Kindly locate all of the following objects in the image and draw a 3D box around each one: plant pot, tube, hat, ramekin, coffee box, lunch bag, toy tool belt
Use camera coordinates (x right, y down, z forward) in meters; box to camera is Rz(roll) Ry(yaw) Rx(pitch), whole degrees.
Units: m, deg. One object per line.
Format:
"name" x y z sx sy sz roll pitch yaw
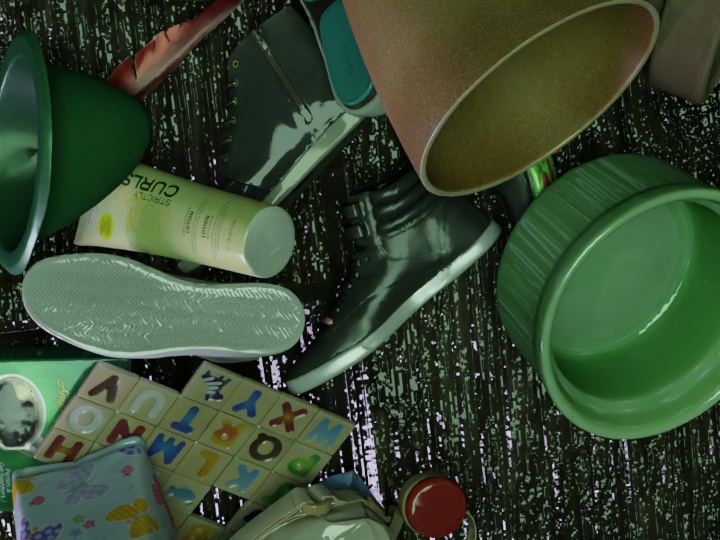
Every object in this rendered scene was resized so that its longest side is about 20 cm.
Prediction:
"plant pot" 0.066 -0.185 1.219 0.186 0.186 0.200 -35 70 4
"plant pot" 0.196 -0.237 1.293 0.175 0.200 0.200 21 99 13
"tube" -0.134 -0.037 1.314 0.058 0.200 0.052 -46 132 -28
"hat" -0.164 -0.091 1.327 0.176 0.166 0.200 1 131 -25
"ramekin" 0.196 0.013 1.333 0.200 0.098 0.200 -12 121 -21
"coffee box" -0.269 0.120 1.392 0.200 0.044 0.123 -3 102 -2
"lunch bag" -0.169 0.250 1.329 0.127 0.170 0.200 -15 124 -3
"toy tool belt" -0.020 0.206 1.389 0.200 0.123 0.125 -35 104 -4

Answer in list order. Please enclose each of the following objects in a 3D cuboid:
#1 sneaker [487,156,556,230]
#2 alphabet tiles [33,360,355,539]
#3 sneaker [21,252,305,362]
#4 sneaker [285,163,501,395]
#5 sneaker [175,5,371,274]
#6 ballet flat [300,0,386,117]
"sneaker" 0.084 -0.100 1.363 0.084 0.077 0.200 -29 97 20
"alphabet tiles" -0.130 0.137 1.361 0.200 0.008 0.167 24 119 -26
"sneaker" -0.148 0.036 1.344 0.200 0.116 0.074 9 81 -9
"sneaker" 0.000 0.000 1.373 0.200 0.071 0.099 -42 97 -1
"sneaker" -0.085 -0.095 1.357 0.200 0.075 0.106 -44 87 5
"ballet flat" -0.005 -0.195 1.324 0.069 0.069 0.200 -15 67 0
